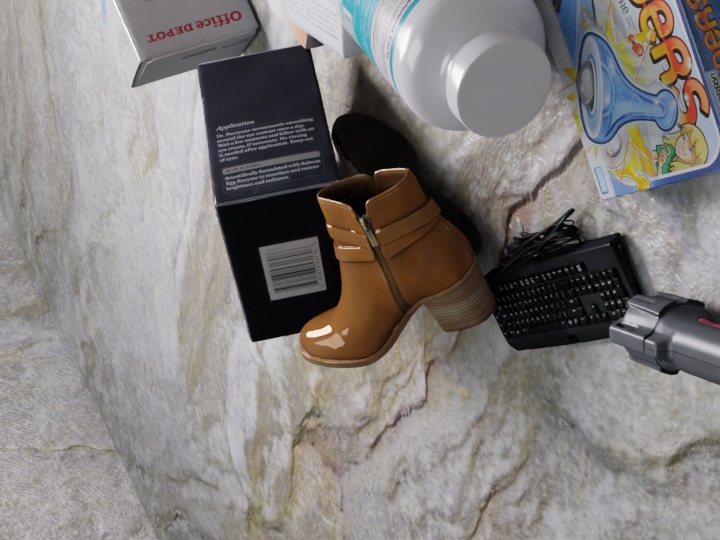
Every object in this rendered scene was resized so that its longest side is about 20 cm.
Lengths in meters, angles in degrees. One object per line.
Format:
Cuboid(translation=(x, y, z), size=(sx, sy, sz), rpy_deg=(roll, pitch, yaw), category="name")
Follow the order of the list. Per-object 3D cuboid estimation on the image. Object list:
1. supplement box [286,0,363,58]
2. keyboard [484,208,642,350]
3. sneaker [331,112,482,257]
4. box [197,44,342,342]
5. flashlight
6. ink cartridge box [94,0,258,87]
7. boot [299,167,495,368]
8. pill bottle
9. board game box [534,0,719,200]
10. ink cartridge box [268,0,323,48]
Cuboid(translation=(0.000, -0.288, 0.912), size=(0.103, 0.101, 0.201), rpy_deg=(40, 143, 46), category="supplement box")
Cuboid(translation=(0.146, 0.015, 0.925), size=(0.200, 0.039, 0.105), rpy_deg=(-22, 90, 64), category="keyboard")
Cuboid(translation=(0.027, -0.044, 1.075), size=(0.200, 0.083, 0.121), rpy_deg=(53, 141, 27), category="sneaker")
Cuboid(translation=(-0.078, -0.074, 1.110), size=(0.198, 0.116, 0.201), rpy_deg=(82, 176, -48), category="box")
Cuboid(translation=(0.251, 0.054, 0.723), size=(0.068, 0.068, 0.200), rpy_deg=(41, 171, -26), category="flashlight")
Cuboid(translation=(-0.223, -0.323, 1.277), size=(0.201, 0.145, 0.083), rpy_deg=(67, 156, 4), category="ink cartridge box")
Cuboid(translation=(0.000, 0.000, 0.973), size=(0.199, 0.077, 0.156), rpy_deg=(-14, 126, 34), category="boot")
Cuboid(translation=(0.060, -0.172, 0.814), size=(0.200, 0.110, 0.112), rpy_deg=(-122, 24, -48), category="pill bottle")
Cuboid(translation=(0.175, -0.154, 0.739), size=(0.135, 0.034, 0.202), rpy_deg=(-14, 96, 65), category="board game box")
Cuboid(translation=(-0.078, -0.335, 1.093), size=(0.200, 0.050, 0.163), rpy_deg=(48, 148, 31), category="ink cartridge box")
